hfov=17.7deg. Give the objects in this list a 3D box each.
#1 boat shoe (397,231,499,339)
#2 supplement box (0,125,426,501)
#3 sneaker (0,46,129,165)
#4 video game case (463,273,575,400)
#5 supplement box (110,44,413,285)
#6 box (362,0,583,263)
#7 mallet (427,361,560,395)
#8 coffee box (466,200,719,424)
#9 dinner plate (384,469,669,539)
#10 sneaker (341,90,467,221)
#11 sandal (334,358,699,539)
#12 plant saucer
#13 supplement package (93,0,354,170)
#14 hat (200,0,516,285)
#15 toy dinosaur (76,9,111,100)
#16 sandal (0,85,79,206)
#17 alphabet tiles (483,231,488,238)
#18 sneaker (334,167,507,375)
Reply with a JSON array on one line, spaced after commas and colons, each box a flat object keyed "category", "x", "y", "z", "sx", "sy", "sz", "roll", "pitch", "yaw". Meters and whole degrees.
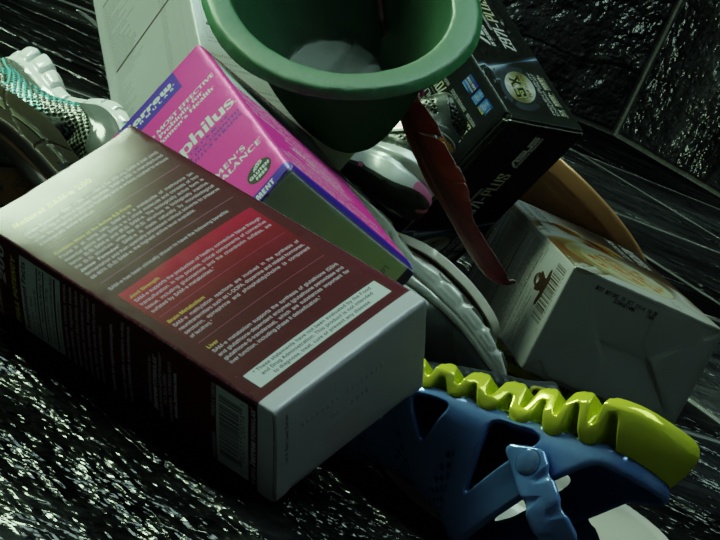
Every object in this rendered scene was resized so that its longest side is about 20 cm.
[{"category": "boat shoe", "x": 0.000, "y": 0.000, "z": 1.534, "sx": 0.200, "sy": 0.072, "sz": 0.060, "roll": 38, "pitch": 53, "yaw": 9}, {"category": "supplement box", "x": -0.078, "y": 0.016, "z": 1.106, "sx": 0.200, "sy": 0.061, "sz": 0.109, "roll": 32, "pitch": 49, "yaw": 30}, {"category": "sneaker", "x": -0.215, "y": -0.086, "z": 1.463, "sx": 0.091, "sy": 0.078, "sz": 0.200, "roll": -2, "pitch": 21, "yaw": -35}, {"category": "video game case", "x": 0.121, "y": 0.050, "z": 1.675, "sx": 0.181, "sy": 0.026, "sz": 0.200, "roll": 29, "pitch": 10, "yaw": 23}, {"category": "supplement box", "x": -0.066, "y": -0.031, "z": 1.293, "sx": 0.103, "sy": 0.101, "sz": 0.200, "roll": 39, "pitch": 7, "yaw": -29}, {"category": "box", "x": 0.034, "y": -0.123, "z": 1.619, "sx": 0.086, "sy": 0.164, "sz": 0.200, "roll": 6, "pitch": 48, "yaw": -48}, {"category": "mallet", "x": 0.023, "y": 0.044, "z": 1.223, "sx": 0.200, "sy": 0.066, "sz": 0.041, "roll": 4, "pitch": -12, "yaw": -33}, {"category": "coffee box", "x": 0.153, "y": 0.026, "z": 1.567, "sx": 0.114, "sy": 0.080, "sz": 0.200, "roll": 24, "pitch": 10, "yaw": -14}, {"category": "dinner plate", "x": 0.103, "y": 0.129, "z": 1.220, "sx": 0.200, "sy": 0.024, "sz": 0.200, "roll": 25, "pitch": 9, "yaw": -4}, {"category": "sneaker", "x": 0.004, "y": -0.099, "z": 1.549, "sx": 0.200, "sy": 0.086, "sz": 0.080, "roll": 28, "pitch": -15, "yaw": 46}, {"category": "sandal", "x": 0.060, "y": 0.097, "z": 1.113, "sx": 0.200, "sy": 0.087, "sz": 0.079, "roll": 8, "pitch": -22, "yaw": 37}, {"category": "plant saucer", "x": 0.133, "y": -0.042, "z": 1.745, "sx": 0.200, "sy": 0.037, "sz": 0.200, "roll": 42, "pitch": -12, "yaw": 11}, {"category": "supplement package", "x": -0.091, "y": -0.134, "z": 1.487, "sx": 0.109, "sy": 0.114, "sz": 0.200, "roll": 13, "pitch": 48, "yaw": -32}, {"category": "hat", "x": -0.012, "y": -0.096, "z": 1.415, "sx": 0.165, "sy": 0.176, "sz": 0.200, "roll": -17, "pitch": 51, "yaw": -20}, {"category": "toy dinosaur", "x": -0.170, "y": -0.081, "z": 1.592, "sx": 0.181, "sy": 0.200, "sz": 0.105, "roll": 7, "pitch": 35, "yaw": 40}, {"category": "sandal", "x": -0.192, "y": -0.051, "z": 1.359, "sx": 0.200, "sy": 0.055, "sz": 0.082, "roll": 42, "pitch": 10, "yaw": 6}, {"category": "alphabet tiles", "x": 0.117, "y": -0.014, "z": 1.776, "sx": 0.167, "sy": 0.008, "sz": 0.200, "roll": 48, "pitch": -7, "yaw": -18}, {"category": "sneaker", "x": 0.007, "y": 0.022, "z": 1.422, "sx": 0.200, "sy": 0.085, "sz": 0.074, "roll": 46, "pitch": -4, "yaw": -6}]
